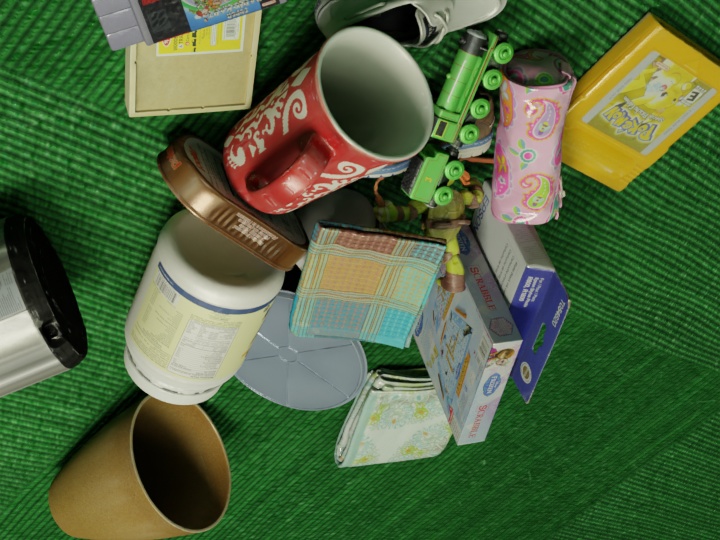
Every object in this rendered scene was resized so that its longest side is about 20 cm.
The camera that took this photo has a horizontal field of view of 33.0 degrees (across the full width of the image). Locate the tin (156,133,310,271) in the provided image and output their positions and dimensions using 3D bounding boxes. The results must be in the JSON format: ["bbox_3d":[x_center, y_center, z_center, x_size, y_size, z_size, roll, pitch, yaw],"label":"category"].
[{"bbox_3d":[-0.129,-0.072,1.280,0.042,0.112,0.200,-44,132,13],"label":"tin"}]

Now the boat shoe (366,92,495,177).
[{"bbox_3d":[0.053,-0.157,1.308,0.199,0.072,0.073,-15,137,-23],"label":"boat shoe"}]

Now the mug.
[{"bbox_3d":[-0.057,-0.132,1.178,0.177,0.134,0.200,-20,177,-39],"label":"mug"}]

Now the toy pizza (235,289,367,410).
[{"bbox_3d":[-0.084,0.093,1.490,0.200,0.032,0.201,12,132,13],"label":"toy pizza"}]

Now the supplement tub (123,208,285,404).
[{"bbox_3d":[-0.181,0.042,1.366,0.145,0.145,0.200,4,135,-28],"label":"supplement tub"}]

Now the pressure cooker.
[{"bbox_3d":[-0.404,0.050,1.254,0.200,0.176,0.179,-23,138,-3],"label":"pressure cooker"}]

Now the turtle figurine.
[{"bbox_3d":[0.097,-0.054,1.376,0.200,0.064,0.162,-16,116,-40],"label":"turtle figurine"}]

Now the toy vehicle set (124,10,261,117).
[{"bbox_3d":[-0.158,-0.234,1.151,0.124,0.027,0.200,-6,139,-18],"label":"toy vehicle set"}]

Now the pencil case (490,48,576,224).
[{"bbox_3d":[0.190,-0.143,1.347,0.087,0.088,0.200,-12,131,-11],"label":"pencil case"}]

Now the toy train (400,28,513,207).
[{"bbox_3d":[0.098,-0.160,1.261,0.056,0.042,0.200,13,109,-26],"label":"toy train"}]

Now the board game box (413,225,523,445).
[{"bbox_3d":[0.125,0.076,1.498,0.041,0.200,0.200,-6,140,-18],"label":"board game box"}]

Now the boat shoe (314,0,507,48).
[{"bbox_3d":[0.057,-0.248,1.198,0.199,0.065,0.074,-13,140,-10],"label":"boat shoe"}]

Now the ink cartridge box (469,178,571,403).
[{"bbox_3d":[0.174,0.027,1.463,0.040,0.200,0.200,-6,138,-18],"label":"ink cartridge box"}]

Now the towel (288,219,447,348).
[{"bbox_3d":[0.004,0.020,1.337,0.146,0.022,0.200,8,143,-8],"label":"towel"}]

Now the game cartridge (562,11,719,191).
[{"bbox_3d":[0.319,-0.188,1.411,0.176,0.032,0.200,20,126,-39],"label":"game cartridge"}]

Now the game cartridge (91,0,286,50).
[{"bbox_3d":[-0.143,-0.272,1.067,0.199,0.038,0.130,-19,137,-3],"label":"game cartridge"}]

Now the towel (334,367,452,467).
[{"bbox_3d":[0.066,0.212,1.750,0.171,0.048,0.200,0,137,-23],"label":"towel"}]

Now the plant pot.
[{"bbox_3d":[-0.303,0.277,1.578,0.200,0.187,0.186,-26,143,27],"label":"plant pot"}]

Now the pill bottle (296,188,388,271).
[{"bbox_3d":[0.000,0.000,1.426,0.109,0.109,0.200,-27,140,8],"label":"pill bottle"}]
